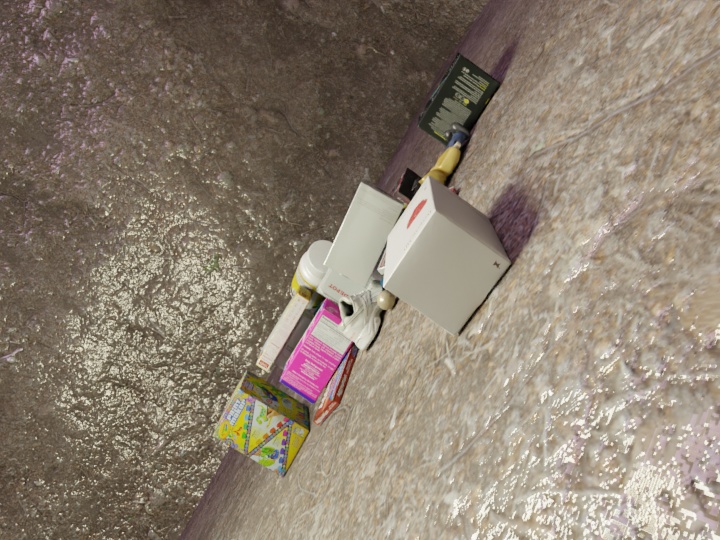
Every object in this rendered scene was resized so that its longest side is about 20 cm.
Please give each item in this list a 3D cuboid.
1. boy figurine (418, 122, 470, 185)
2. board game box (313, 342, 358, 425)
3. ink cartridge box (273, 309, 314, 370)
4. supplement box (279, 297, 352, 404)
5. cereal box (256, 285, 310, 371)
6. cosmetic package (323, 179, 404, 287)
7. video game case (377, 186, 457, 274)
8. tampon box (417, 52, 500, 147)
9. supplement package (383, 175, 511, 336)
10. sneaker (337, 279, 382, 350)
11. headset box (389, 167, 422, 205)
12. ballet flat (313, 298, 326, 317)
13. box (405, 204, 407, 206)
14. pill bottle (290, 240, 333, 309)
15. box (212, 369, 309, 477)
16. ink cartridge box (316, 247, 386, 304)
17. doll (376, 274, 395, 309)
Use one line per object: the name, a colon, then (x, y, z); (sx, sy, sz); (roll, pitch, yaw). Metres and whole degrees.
boy figurine: (0.199, -0.260, 1.295); (0.203, 0.064, 0.124); (-59, 9, -25)
board game box: (-0.048, 0.236, 1.184); (0.104, 0.019, 0.202); (-55, 8, 40)
ink cartridge box: (-0.136, 0.205, 1.428); (0.147, 0.143, 0.200); (-58, 8, -1)
supplement box: (-0.092, 0.184, 1.232); (0.203, 0.102, 0.101); (-56, 6, 9)
cereal box: (-0.190, 0.140, 1.328); (0.203, 0.039, 0.144); (-59, 8, 4)
cosmetic package: (0.009, -0.081, 1.178); (0.204, 0.111, 0.081); (-62, 0, 13)
video game case: (0.119, -0.084, 1.092); (0.141, 0.018, 0.203); (-20, 33, 39)
tampon box: (0.253, -0.444, 1.402); (0.202, 0.124, 0.151); (-57, 7, 24)
supplement package: (0.111, -0.030, 0.735); (0.123, 0.118, 0.201); (-55, 8, 20)
sneaker: (0.003, 0.074, 1.156); (0.078, 0.098, 0.202); (-53, 9, 34)
headset box: (0.113, -0.193, 1.572); (0.201, 0.074, 0.150); (-54, 9, 39)
ballet flat: (-0.087, 0.105, 1.450); (0.200, 0.065, 0.073); (63, -136, -84)
box: (0.081, -0.071, 1.403); (0.204, 0.049, 0.075); (-62, 7, -14)
pill bottle: (-0.118, 0.013, 1.432); (0.116, 0.112, 0.201); (-63, 3, -35)
box: (-0.234, 0.361, 1.288); (0.124, 0.190, 0.200); (-58, 6, -2)
ink cartridge box: (0.000, 0.000, 1.295); (0.203, 0.144, 0.083); (-60, 8, -10)
doll: (0.084, -0.008, 1.129); (0.203, 0.048, 0.136); (-63, 9, -24)
